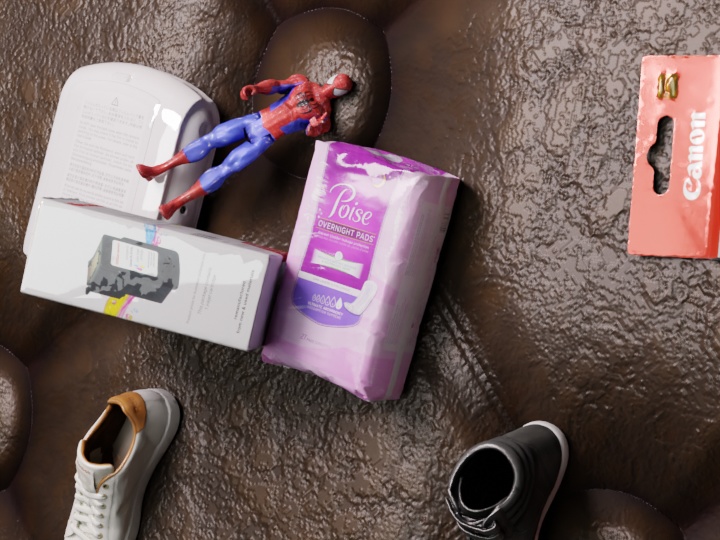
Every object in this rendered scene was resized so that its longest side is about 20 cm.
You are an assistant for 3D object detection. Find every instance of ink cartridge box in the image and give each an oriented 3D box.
[{"bbox_3d":[0.285,-0.087,1.481,0.200,0.047,0.161,3,87,34],"label":"ink cartridge box"},{"bbox_3d":[-0.169,0.002,1.687,0.199,0.146,0.083,14,93,6],"label":"ink cartridge box"}]

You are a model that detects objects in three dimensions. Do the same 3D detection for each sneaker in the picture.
[{"bbox_3d":[0.095,0.213,1.552,0.071,0.099,0.201,20,98,33],"label":"sneaker"},{"bbox_3d":[-0.238,0.195,1.802,0.073,0.085,0.200,29,103,32],"label":"sneaker"}]

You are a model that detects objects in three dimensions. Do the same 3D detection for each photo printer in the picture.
[{"bbox_3d":[-0.216,-0.088,1.824,0.166,0.069,0.201,16,94,34],"label":"photo printer"}]

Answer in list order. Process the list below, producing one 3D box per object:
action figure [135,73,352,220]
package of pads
[{"bbox_3d":[-0.097,-0.117,1.704,0.200,0.099,0.065,-30,85,2],"label":"action figure"},{"bbox_3d":[0.000,0.000,1.658,0.120,0.076,0.201,19,96,33],"label":"package of pads"}]
